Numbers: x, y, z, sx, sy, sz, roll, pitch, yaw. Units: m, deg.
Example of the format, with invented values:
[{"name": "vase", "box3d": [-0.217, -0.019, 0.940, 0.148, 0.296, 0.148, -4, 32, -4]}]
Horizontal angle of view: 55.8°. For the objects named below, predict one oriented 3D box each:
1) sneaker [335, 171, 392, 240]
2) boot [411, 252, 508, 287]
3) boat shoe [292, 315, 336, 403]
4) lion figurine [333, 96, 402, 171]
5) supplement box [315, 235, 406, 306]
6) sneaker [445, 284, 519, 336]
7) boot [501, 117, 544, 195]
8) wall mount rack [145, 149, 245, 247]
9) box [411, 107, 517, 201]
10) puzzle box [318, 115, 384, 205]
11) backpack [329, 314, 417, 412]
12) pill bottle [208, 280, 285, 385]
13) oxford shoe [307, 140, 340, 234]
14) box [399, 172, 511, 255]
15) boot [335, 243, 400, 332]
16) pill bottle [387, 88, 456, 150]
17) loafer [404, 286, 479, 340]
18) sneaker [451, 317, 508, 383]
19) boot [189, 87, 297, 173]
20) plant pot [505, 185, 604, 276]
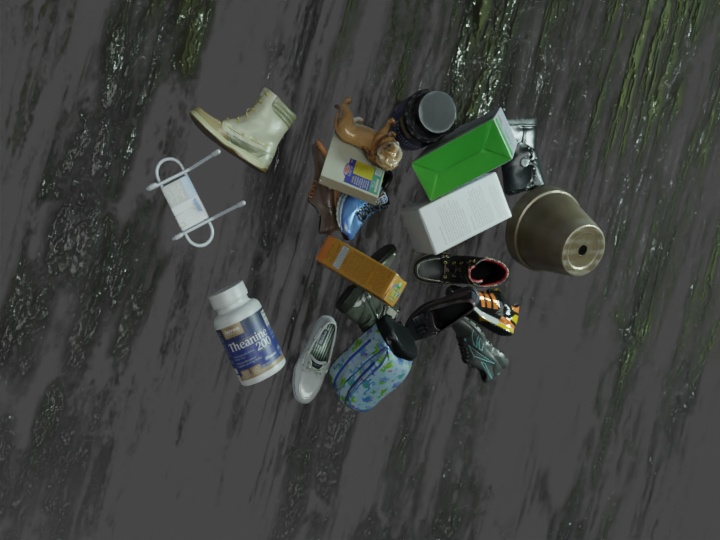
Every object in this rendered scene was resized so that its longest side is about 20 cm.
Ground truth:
[{"name": "sneaker", "box3d": [0.012, -0.152, 1.470, 0.203, 0.087, 0.079, -64, 146, -25]}, {"name": "boot", "box3d": [0.226, 0.000, 1.534, 0.194, 0.150, 0.076, 4, 93, -13]}, {"name": "boat shoe", "box3d": [-0.103, 0.200, 1.512, 0.072, 0.067, 0.206, 15, 90, -13]}, {"name": "lion figurine", "box3d": [0.008, -0.287, 1.452, 0.196, 0.073, 0.124, 22, 56, 14]}, {"name": "supplement box", "box3d": [0.000, 0.000, 1.468, 0.197, 0.066, 0.070, 28, 85, 29]}, {"name": "sneaker", "box3d": [0.289, 0.073, 1.604, 0.197, 0.070, 0.092, 32, 70, -13]}, {"name": "boot", "box3d": [0.337, -0.261, 1.582, 0.195, 0.076, 0.174, -7, 91, -19]}, {"name": "wall mount rack", "box3d": [-0.345, -0.156, 1.429, 0.171, 0.074, 0.204, -28, 100, -10]}, {"name": "box", "box3d": [0.226, -0.256, 1.468, 0.197, 0.177, 0.098, -26, 101, 23]}, {"name": "puzzle box", "box3d": [-0.008, -0.240, 1.462, 0.130, 0.026, 0.203, 21, 50, -7]}, {"name": "backpack", "box3d": [0.023, 0.211, 1.495, 0.197, 0.163, 0.157, -27, 62, 15]}, {"name": "pill bottle", "box3d": [-0.246, 0.131, 1.451, 0.109, 0.111, 0.204, -25, 99, -10]}, {"name": "oxford shoe", "box3d": [-0.085, -0.180, 1.493, 0.071, 0.071, 0.206, -15, 97, -8]}, {"name": "box", "box3d": [0.209, -0.127, 1.522, 0.196, 0.152, 0.109, -26, 99, -10]}, {"name": "boot", "box3d": [0.046, 0.051, 1.548, 0.130, 0.068, 0.201, 39, 90, -19]}, {"name": "pill bottle", "box3d": [0.133, -0.326, 1.467, 0.108, 0.200, 0.116, -1, 93, -13]}, {"name": "loafer", "box3d": [0.178, 0.103, 1.534, 0.197, 0.063, 0.073, -32, 101, 20]}, {"name": "sneaker", "box3d": [0.264, 0.179, 1.594, 0.079, 0.075, 0.200, -45, 101, -4]}, {"name": "boot", "box3d": [-0.247, -0.325, 1.445, 0.198, 0.072, 0.157, 33, 86, -18]}, {"name": "plant pot", "box3d": [0.457, -0.072, 1.548, 0.194, 0.174, 0.206, -8, 114, -19]}]
